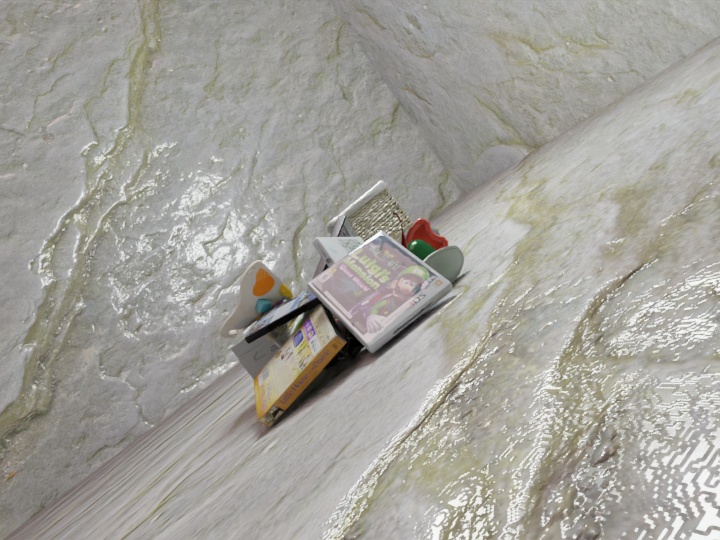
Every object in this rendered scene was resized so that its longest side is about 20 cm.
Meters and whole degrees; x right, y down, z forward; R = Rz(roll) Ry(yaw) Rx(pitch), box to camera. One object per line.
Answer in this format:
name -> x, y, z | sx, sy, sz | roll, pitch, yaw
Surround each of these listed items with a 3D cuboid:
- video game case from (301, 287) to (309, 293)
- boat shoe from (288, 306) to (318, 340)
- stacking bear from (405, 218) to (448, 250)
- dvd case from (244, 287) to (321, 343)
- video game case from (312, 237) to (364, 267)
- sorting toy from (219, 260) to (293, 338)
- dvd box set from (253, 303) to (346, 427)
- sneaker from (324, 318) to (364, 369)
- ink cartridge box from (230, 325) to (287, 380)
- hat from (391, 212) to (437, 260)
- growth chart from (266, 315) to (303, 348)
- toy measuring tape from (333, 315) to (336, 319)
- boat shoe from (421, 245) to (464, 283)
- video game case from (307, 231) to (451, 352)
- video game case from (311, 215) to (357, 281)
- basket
video game case -> -0.058, 0.080, 1.376 | 0.200, 0.182, 0.023 | -35, -39, 8
boat shoe -> -0.109, 0.139, 1.051 | 0.062, 0.072, 0.200 | 151, 138, -75
stacking bear -> 0.200, -0.092, 1.560 | 0.114, 0.121, 0.200 | -46, -2, 14
dvd case -> -0.135, 0.074, 1.044 | 0.200, 0.018, 0.143 | -29, 11, 11
video game case -> 0.000, 0.000, 1.131 | 0.024, 0.182, 0.200 | -43, -16, 24
sorting toy -> -0.251, 0.086, 1.180 | 0.180, 0.107, 0.200 | -47, -3, -8
dvd box set -> -0.115, 0.166, 0.916 | 0.200, 0.029, 0.146 | -48, 22, 3
sneaker -> -0.036, 0.135, 0.950 | 0.200, 0.077, 0.082 | -49, 22, 30
ink cartridge box -> -0.173, 0.171, 1.218 | 0.145, 0.145, 0.200 | -33, 4, 35
hat -> 0.115, -0.056, 1.228 | 0.166, 0.176, 0.200 | -38, 3, -40
growth chart -> -0.115, 0.140, 1.149 | 0.018, 0.145, 0.200 | -49, -3, 33
toy measuring tape -> -0.014, 0.110, 1.051 | 0.074, 0.074, 0.200 | -38, 2, -40
boat shoe -> 0.116, 0.021, 0.973 | 0.200, 0.076, 0.060 | -36, 12, -22
video game case -> 0.030, 0.028, 0.910 | 0.182, 0.200, 0.023 | -36, -42, -15
video game case -> -0.038, 0.001, 1.220 | 0.025, 0.181, 0.200 | -1, 50, 27
basket -> 0.026, -0.133, 1.490 | 0.200, 0.161, 0.198 | -41, 4, -6
